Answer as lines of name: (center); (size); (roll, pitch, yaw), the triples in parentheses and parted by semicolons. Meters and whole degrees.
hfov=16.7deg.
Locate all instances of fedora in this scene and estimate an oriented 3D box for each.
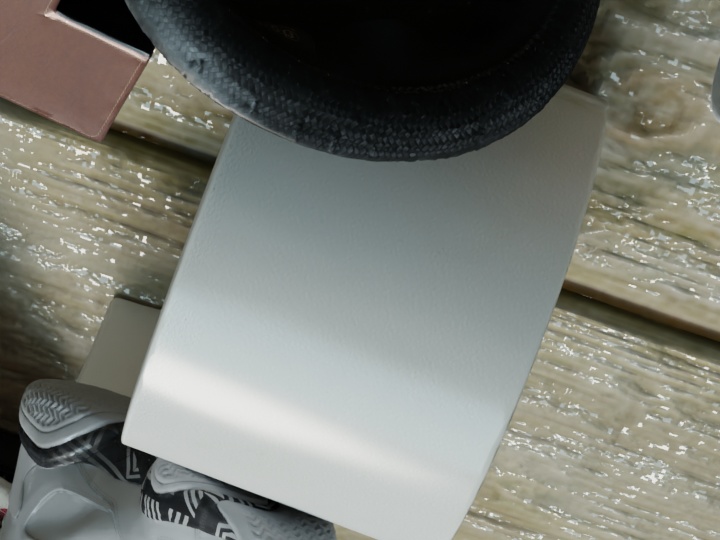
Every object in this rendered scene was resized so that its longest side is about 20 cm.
fedora: (-0.013, -0.124, 0.880); (0.200, 0.201, 0.091); (35, 159, -21)

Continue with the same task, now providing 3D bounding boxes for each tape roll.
tape roll: (0.000, 0.000, 0.998); (0.139, 0.203, 0.203); (20, 144, -2)

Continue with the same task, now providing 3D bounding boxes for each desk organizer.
desk organizer: (-0.099, -0.140, 0.973); (0.077, 0.072, 0.200); (25, 144, -11)

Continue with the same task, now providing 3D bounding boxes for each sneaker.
sneaker: (-0.091, 0.128, 1.061); (0.075, 0.115, 0.200); (12, -171, -44)

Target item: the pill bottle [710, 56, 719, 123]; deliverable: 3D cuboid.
pill bottle: (0.237, -0.049, 0.900); (0.199, 0.113, 0.113); (28, 143, -12)

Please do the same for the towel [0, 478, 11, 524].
towel: (-0.243, 0.080, 1.262); (0.144, 0.023, 0.200); (22, 164, 28)

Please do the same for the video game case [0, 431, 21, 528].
video game case: (-0.162, 0.174, 1.444); (0.180, 0.026, 0.200); (19, 143, 1)

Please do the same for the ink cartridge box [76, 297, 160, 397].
ink cartridge box: (-0.098, 0.141, 1.224); (0.125, 0.201, 0.129); (15, 144, 6)
